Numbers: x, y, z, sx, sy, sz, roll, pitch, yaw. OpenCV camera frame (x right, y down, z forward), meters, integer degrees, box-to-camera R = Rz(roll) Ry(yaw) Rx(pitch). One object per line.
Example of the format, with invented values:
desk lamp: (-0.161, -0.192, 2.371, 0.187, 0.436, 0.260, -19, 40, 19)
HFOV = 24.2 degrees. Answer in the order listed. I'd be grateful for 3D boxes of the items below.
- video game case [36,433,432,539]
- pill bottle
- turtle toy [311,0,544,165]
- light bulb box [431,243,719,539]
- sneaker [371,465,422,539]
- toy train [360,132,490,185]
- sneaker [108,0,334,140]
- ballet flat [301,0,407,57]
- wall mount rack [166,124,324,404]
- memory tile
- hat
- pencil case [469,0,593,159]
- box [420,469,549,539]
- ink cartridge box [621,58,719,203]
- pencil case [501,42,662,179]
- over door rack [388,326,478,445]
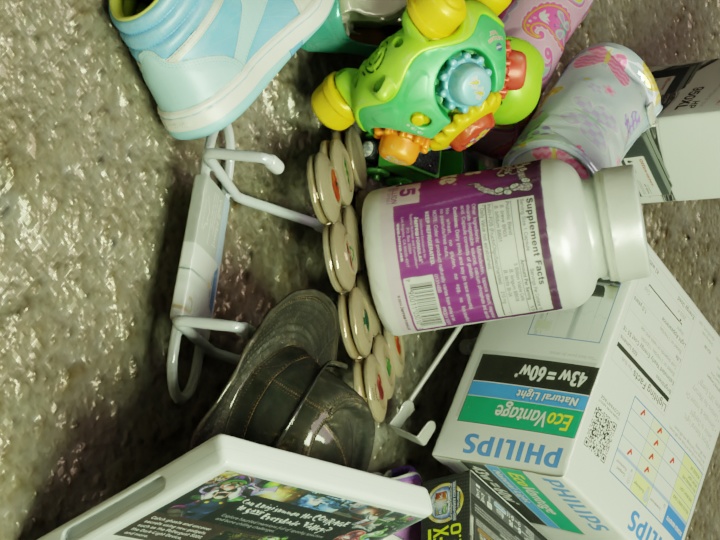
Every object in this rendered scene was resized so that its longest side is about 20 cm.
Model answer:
video game case: (-0.083, 0.163, 1.045, 0.200, 0.181, 0.023, 22, 45, -48)
pill bottle: (0.108, -0.021, 1.227, 0.112, 0.199, 0.113, -9, 90, -81)
turtle toy: (0.067, -0.142, 1.232, 0.101, 0.146, 0.200, 54, 35, 6)
light bulb box: (0.183, 0.108, 1.316, 0.198, 0.124, 0.201, 44, 61, -42)
sneaker: (0.051, 0.214, 1.289, 0.200, 0.072, 0.115, 31, 60, -46)
toy train: (0.075, -0.076, 1.351, 0.199, 0.056, 0.042, 16, 75, -49)
sneaker: (-0.093, -0.198, 1.134, 0.131, 0.079, 0.200, 58, 45, -31)
ballet flat: (0.021, -0.194, 1.282, 0.199, 0.070, 0.068, -11, 95, -51)
wall mount rack: (-0.073, 0.002, 1.152, 0.174, 0.074, 0.201, 54, 43, -72)
memory tile: (0.000, 0.000, 1.231, 0.153, 0.017, 0.201, -57, 136, -73)
hat: (-0.038, 0.116, 1.110, 0.201, 0.081, 0.201, -53, 157, -33)
pencil case: (0.129, -0.185, 1.407, 0.088, 0.087, 0.200, 55, 49, -32)
box: (0.109, 0.264, 1.256, 0.200, 0.044, 0.161, 44, 39, -45)
ink cartridge box: (0.282, -0.125, 1.497, 0.145, 0.199, 0.085, -41, 119, -45)
pencil case: (0.180, -0.107, 1.351, 0.091, 0.083, 0.200, 39, 38, -1)
over door rack: (0.097, 0.086, 1.360, 0.148, 0.066, 0.201, 48, 58, -38)
